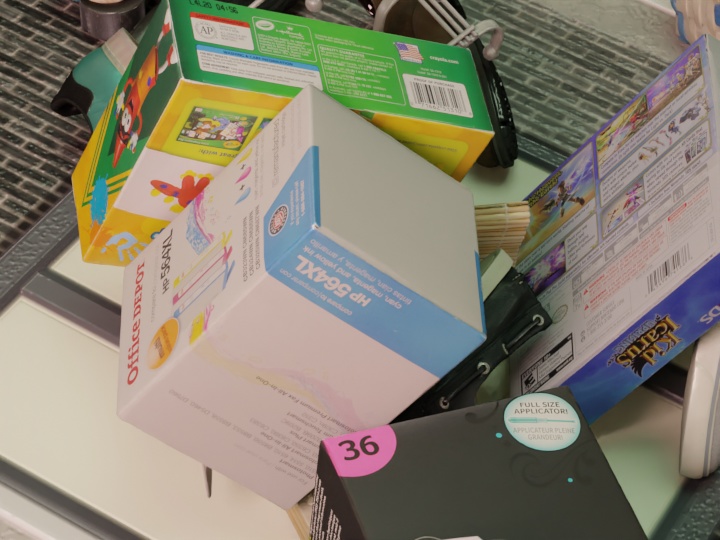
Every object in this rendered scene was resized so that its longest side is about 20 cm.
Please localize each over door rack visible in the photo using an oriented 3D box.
[{"bbox_3d":[-0.022,-0.145,1.475,0.200,0.067,0.148,-33,57,-12],"label":"over door rack"}]

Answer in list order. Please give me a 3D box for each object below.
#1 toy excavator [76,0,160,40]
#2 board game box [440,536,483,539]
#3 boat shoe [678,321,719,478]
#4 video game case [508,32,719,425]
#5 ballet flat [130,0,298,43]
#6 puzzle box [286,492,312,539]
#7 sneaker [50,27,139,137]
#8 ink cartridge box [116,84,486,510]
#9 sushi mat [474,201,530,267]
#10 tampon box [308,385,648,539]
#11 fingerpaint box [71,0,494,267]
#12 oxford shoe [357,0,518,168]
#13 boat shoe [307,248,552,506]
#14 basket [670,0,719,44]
[{"bbox_3d":[-0.180,-0.279,1.607,0.194,0.100,0.200,-30,48,-32],"label":"toy excavator"},{"bbox_3d":[-0.025,0.237,1.055,0.199,0.026,0.201,-11,58,31],"label":"board game box"},{"bbox_3d":[0.241,0.032,1.307,0.071,0.070,0.202,15,88,8],"label":"boat shoe"},{"bbox_3d":[0.167,-0.018,1.324,0.045,0.200,0.182,27,41,-24],"label":"video game case"},{"bbox_3d":[-0.101,-0.177,1.553,0.200,0.057,0.067,-40,90,-31],"label":"ballet flat"},{"bbox_3d":[-0.010,0.074,1.325,0.132,0.026,0.200,-14,49,-20],"label":"puzzle box"},{"bbox_3d":[-0.128,-0.063,1.421,0.080,0.071,0.200,-39,69,4],"label":"sneaker"},{"bbox_3d":[-0.043,0.025,1.211,0.125,0.200,0.129,32,32,-26],"label":"ink cartridge box"},{"bbox_3d":[0.000,0.000,1.313,0.199,0.096,0.012,-5,50,-13],"label":"sushi mat"},{"bbox_3d":[0.074,0.186,1.157,0.149,0.127,0.200,-11,49,-18],"label":"tampon box"},{"bbox_3d":[-0.049,-0.069,1.283,0.199,0.167,0.074,7,49,-26],"label":"fingerpaint box"},{"bbox_3d":[0.051,-0.139,1.524,0.084,0.073,0.201,-28,55,2],"label":"oxford shoe"},{"bbox_3d":[0.047,0.078,1.266,0.066,0.074,0.200,43,57,-8],"label":"boat shoe"},{"bbox_3d":[0.330,-0.203,1.546,0.176,0.140,0.200,-19,21,-24],"label":"basket"}]
